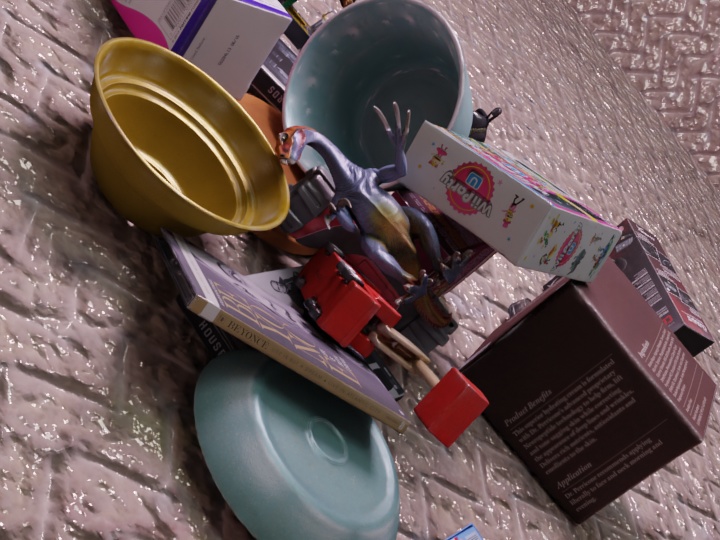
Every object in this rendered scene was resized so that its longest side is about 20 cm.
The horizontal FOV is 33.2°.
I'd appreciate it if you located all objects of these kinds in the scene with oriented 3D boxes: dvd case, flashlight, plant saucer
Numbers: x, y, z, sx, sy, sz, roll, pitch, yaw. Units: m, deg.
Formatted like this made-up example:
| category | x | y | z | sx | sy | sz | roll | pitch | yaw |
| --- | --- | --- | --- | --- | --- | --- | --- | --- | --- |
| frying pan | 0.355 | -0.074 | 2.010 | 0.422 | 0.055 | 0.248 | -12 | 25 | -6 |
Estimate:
| category | x | y | z | sx | sy | sz | roll | pitch | yaw |
| --- | --- | --- | --- | --- | --- | --- | --- | --- | --- |
| dvd case | -0.057 | -0.184 | 1.328 | 0.200 | 0.025 | 0.150 | 44 | 18 | -8 |
| flashlight | 0.000 | 0.000 | 1.104 | 0.200 | 0.068 | 0.068 | 53 | 43 | -12 |
| plant saucer | -0.034 | 0.133 | 0.885 | 0.200 | 0.036 | 0.200 | 37 | 28 | -24 |
| dvd case | -0.061 | 0.043 | 0.919 | 0.200 | 0.016 | 0.149 | 33 | 7 | -26 |
| plant saucer | -0.092 | -0.104 | 1.179 | 0.200 | 0.037 | 0.201 | 37 | 27 | -23 |
| dvd case | -0.053 | 0.066 | 1.014 | 0.151 | 0.025 | 0.200 | 55 | 26 | 12 |

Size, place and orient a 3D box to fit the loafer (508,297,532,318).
| category | x | y | z | sx | sy | sz | roll | pitch | yaw |
| --- | --- | --- | --- | --- | --- | --- | --- | --- | --- |
| loafer | 0.248 | 0.107 | 1.390 | 0.200 | 0.072 | 0.073 | 54 | 26 | 11 |

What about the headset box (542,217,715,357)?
| category | x | y | z | sx | sy | sz | roll | pitch | yaw |
| --- | --- | --- | --- | --- | --- | --- | --- | --- | --- |
| headset box | 0.334 | 0.061 | 1.507 | 0.077 | 0.149 | 0.201 | 26 | 34 | -39 |

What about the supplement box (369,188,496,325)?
| category | x | y | z | sx | sy | sz | roll | pitch | yaw |
| --- | --- | --- | --- | --- | --- | --- | --- | --- | --- |
| supplement box | 0.065 | -0.025 | 1.233 | 0.086 | 0.110 | 0.200 | 53 | 25 | 10 |

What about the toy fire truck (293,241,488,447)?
| category | x | y | z | sx | sy | sz | roll | pitch | yaw |
| --- | --- | --- | --- | --- | --- | --- | --- | --- | --- |
| toy fire truck | 0.020 | 0.055 | 0.991 | 0.141 | 0.049 | 0.200 | 41 | 4 | -18 |

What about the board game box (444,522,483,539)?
| category | x | y | z | sx | sy | sz | roll | pitch | yaw |
| --- | --- | --- | --- | --- | --- | --- | --- | --- | --- |
| board game box | 0.074 | 0.284 | 0.899 | 0.152 | 0.037 | 0.200 | 56 | 25 | 15 |

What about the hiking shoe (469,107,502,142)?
| category | x | y | z | sx | sy | sz | roll | pitch | yaw |
| --- | --- | --- | --- | --- | --- | --- | --- | --- | --- |
| hiking shoe | 0.054 | -0.186 | 1.315 | 0.199 | 0.101 | 0.076 | 31 | 15 | 8 |

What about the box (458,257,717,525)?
| category | x | y | z | sx | sy | sz | roll | pitch | yaw |
| --- | --- | --- | --- | --- | --- | --- | --- | --- | --- |
| box | 0.238 | 0.116 | 1.250 | 0.200 | 0.166 | 0.164 | 51 | 26 | 3 |

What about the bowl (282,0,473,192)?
| category | x | y | z | sx | sy | sz | roll | pitch | yaw |
| --- | --- | --- | --- | --- | --- | --- | --- | --- | --- |
| bowl | 0.032 | -0.159 | 1.200 | 0.105 | 0.200 | 0.201 | 27 | 31 | -58 |

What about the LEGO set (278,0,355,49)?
| category | x | y | z | sx | sy | sz | roll | pitch | yaw |
| --- | --- | --- | --- | --- | --- | --- | --- | --- | --- |
| LEGO set | -0.028 | -0.311 | 1.447 | 0.200 | 0.154 | 0.116 | 37 | 27 | -31 |

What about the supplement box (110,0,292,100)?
| category | x | y | z | sx | sy | sz | roll | pitch | yaw |
| --- | --- | --- | --- | --- | --- | --- | --- | --- | --- |
| supplement box | -0.169 | -0.271 | 1.168 | 0.103 | 0.101 | 0.200 | 8 | 38 | -47 |

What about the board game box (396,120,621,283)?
| category | x | y | z | sx | sy | sz | roll | pitch | yaw |
| --- | --- | --- | --- | --- | --- | --- | --- | --- | --- |
| board game box | 0.141 | -0.060 | 1.113 | 0.147 | 0.064 | 0.200 | 38 | 15 | 26 |

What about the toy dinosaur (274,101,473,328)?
| category | x | y | z | sx | sy | sz | roll | pitch | yaw |
| --- | --- | --- | --- | --- | --- | --- | --- | --- | --- |
| toy dinosaur | -0.002 | -0.045 | 1.045 | 0.105 | 0.200 | 0.181 | -34 | 62 | -26 |

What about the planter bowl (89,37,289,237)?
| category | x | y | z | sx | sy | sz | roll | pitch | yaw |
| --- | --- | --- | --- | --- | --- | --- | --- | --- | --- |
| planter bowl | -0.159 | -0.088 | 0.990 | 0.200 | 0.083 | 0.201 | 38 | 27 | -23 |
